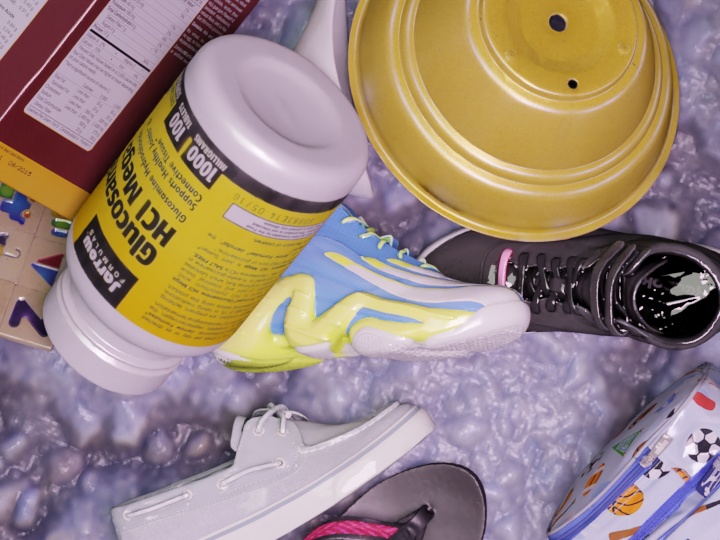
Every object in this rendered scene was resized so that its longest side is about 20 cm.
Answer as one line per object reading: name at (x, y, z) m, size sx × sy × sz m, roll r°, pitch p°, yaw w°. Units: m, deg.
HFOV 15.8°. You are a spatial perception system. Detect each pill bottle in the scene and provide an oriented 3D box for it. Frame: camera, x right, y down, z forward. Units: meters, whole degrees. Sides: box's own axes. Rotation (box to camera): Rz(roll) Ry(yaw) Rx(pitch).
pill bottle at (-0.092, -0.025, 1.435) m, size 0.112 × 0.112 × 0.200 m, roll 43°, pitch 122°, yaw 5°

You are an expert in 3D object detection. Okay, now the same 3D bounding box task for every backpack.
backpack at (0.186, 0.152, 1.428) m, size 0.154 × 0.200 × 0.191 m, roll 38°, pitch 99°, yaw 10°

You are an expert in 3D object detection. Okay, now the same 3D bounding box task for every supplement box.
supplement box at (-0.187, -0.175, 1.460) m, size 0.197 × 0.133 × 0.200 m, roll 41°, pitch 93°, yaw 26°

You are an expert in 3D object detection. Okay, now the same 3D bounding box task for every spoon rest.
spoon rest at (-0.026, -0.135, 1.499) m, size 0.060 × 0.099 × 0.201 m, roll -22°, pitch 76°, yaw 1°

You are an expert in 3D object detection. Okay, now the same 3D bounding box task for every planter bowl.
planter bowl at (0.099, -0.124, 1.445) m, size 0.199 × 0.083 × 0.201 m, roll 5°, pitch 70°, yaw -14°

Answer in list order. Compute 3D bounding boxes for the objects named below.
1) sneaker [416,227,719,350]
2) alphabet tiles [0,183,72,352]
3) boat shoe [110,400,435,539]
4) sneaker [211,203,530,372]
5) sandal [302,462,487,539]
sneaker at (0.124, 0.005, 1.474) m, size 0.199 × 0.099 × 0.071 m, roll 4°, pitch 91°, yaw 7°
alphabet tiles at (-0.259, -0.024, 1.514) m, size 0.199 × 0.006 × 0.167 m, roll 17°, pitch 63°, yaw 1°
boat shoe at (-0.055, 0.117, 1.504) m, size 0.200 × 0.070 × 0.072 m, roll -29°, pitch 90°, yaw 7°
sneaker at (0.000, 0.000, 1.482) m, size 0.199 × 0.076 × 0.106 m, roll -5°, pitch 81°, yaw 23°
sandal at (-0.013, 0.179, 1.511) m, size 0.199 × 0.045 × 0.075 m, roll -28°, pitch 87°, yaw 5°
